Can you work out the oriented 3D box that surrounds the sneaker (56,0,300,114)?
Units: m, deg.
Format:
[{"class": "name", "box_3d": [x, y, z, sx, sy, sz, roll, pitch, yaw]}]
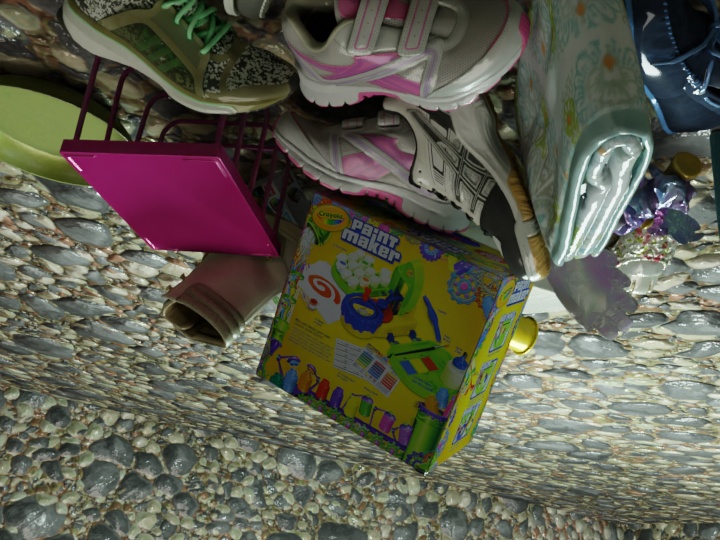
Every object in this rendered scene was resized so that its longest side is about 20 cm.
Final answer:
[{"class": "sneaker", "box_3d": [-0.137, -0.186, 0.611, 0.198, 0.077, 0.089, 23, 142, 1]}]

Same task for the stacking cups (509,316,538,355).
[{"class": "stacking cups", "box_3d": [0.159, 0.066, 1.159, 0.198, 0.061, 0.060, 20, 156, -25]}]

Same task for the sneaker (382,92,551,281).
[{"class": "sneaker", "box_3d": [0.087, -0.076, 0.670, 0.087, 0.202, 0.076, -26, 178, 19]}]

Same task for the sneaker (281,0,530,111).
[{"class": "sneaker", "box_3d": [0.022, -0.171, 0.593, 0.198, 0.082, 0.088, 0, 156, 28]}]

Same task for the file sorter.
[{"class": "file sorter", "box_3d": [-0.155, -0.111, 0.758, 0.137, 0.127, 0.200, 4, 159, 11]}]

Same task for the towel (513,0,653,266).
[{"class": "towel", "box_3d": [0.144, -0.114, 0.563, 0.048, 0.173, 0.200, -7, 158, 1]}]

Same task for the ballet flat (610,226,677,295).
[{"class": "ballet flat", "box_3d": [0.312, 0.006, 0.944, 0.075, 0.065, 0.200, 4, 158, -4]}]

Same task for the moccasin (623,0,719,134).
[{"class": "moccasin", "box_3d": [0.232, -0.158, 0.570, 0.068, 0.081, 0.199, -2, 170, 31]}]

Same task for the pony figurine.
[{"class": "pony figurine", "box_3d": [0.220, -0.061, 0.740, 0.193, 0.167, 0.200, 41, 163, 7]}]

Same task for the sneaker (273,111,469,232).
[{"class": "sneaker", "box_3d": [0.019, -0.110, 0.745, 0.198, 0.089, 0.081, 21, -166, -1]}]

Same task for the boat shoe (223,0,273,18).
[{"class": "boat shoe", "box_3d": [-0.041, -0.222, 0.508, 0.060, 0.073, 0.202, 19, 153, -12]}]

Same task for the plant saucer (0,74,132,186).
[{"class": "plant saucer", "box_3d": [-0.329, -0.150, 0.865, 0.198, 0.031, 0.200, 8, 159, 3]}]

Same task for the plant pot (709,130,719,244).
[{"class": "plant pot", "box_3d": [0.383, -0.006, 0.699, 0.140, 0.202, 0.141, -3, 156, 30]}]

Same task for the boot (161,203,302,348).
[{"class": "boot", "box_3d": [-0.157, -0.006, 0.870, 0.199, 0.155, 0.072, 25, 147, 35]}]

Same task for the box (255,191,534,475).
[{"class": "box", "box_3d": [0.034, 0.050, 0.785, 0.199, 0.194, 0.122, 26, -165, 24]}]

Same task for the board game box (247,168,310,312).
[{"class": "board game box", "box_3d": [-0.079, -0.011, 0.952, 0.126, 0.035, 0.201, -15, 110, 47]}]

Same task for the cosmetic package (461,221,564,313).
[{"class": "cosmetic package", "box_3d": [0.174, -0.002, 0.916, 0.103, 0.074, 0.199, -10, 163, 39]}]
